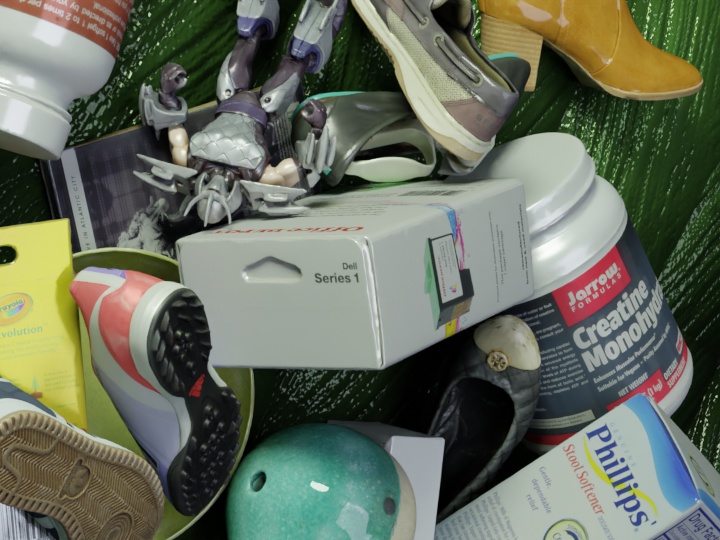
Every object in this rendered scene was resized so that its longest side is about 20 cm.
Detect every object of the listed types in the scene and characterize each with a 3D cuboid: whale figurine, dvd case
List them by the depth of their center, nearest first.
[{"bbox_3d":[-0.046,0.190,1.359,0.104,0.158,0.201,40,62,-38],"label":"whale figurine"},{"bbox_3d":[-0.108,-0.030,1.389,0.199,0.016,0.150,-21,108,-34],"label":"dvd case"}]

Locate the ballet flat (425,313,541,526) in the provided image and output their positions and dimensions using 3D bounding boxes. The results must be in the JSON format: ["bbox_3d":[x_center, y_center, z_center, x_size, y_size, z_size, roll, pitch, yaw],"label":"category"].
[{"bbox_3d":[0.073,0.119,1.463,0.057,0.066,0.201,-40,155,-60],"label":"ballet flat"}]

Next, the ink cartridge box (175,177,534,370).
[{"bbox_3d":[0.000,0.000,1.343,0.200,0.144,0.085,-22,107,-56],"label":"ink cartridge box"}]

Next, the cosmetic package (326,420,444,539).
[{"bbox_3d":[0.005,0.208,1.456,0.050,0.082,0.202,6,90,-37],"label":"cosmetic package"}]

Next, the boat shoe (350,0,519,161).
[{"bbox_3d":[0.045,-0.163,1.394,0.065,0.201,0.072,-40,146,21],"label":"boat shoe"}]

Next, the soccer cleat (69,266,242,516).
[{"bbox_3d":[-0.123,0.072,1.287,0.068,0.073,0.201,-52,150,-30],"label":"soccer cleat"}]

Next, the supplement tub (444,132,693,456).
[{"bbox_3d":[0.140,0.020,1.501,0.140,0.140,0.201,-40,117,-26],"label":"supplement tub"}]

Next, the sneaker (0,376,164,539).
[{"bbox_3d":[-0.194,0.106,1.218,0.070,0.108,0.200,-58,148,-10],"label":"sneaker"}]

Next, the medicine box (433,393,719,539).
[{"bbox_3d":[0.170,0.210,1.484,0.199,0.103,0.182,-34,139,10],"label":"medicine box"}]

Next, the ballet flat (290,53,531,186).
[{"bbox_3d":[0.044,-0.094,1.441,0.199,0.068,0.069,-16,63,-29],"label":"ballet flat"}]

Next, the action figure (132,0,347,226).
[{"bbox_3d":[-0.071,-0.110,1.346,0.129,0.070,0.201,18,59,0],"label":"action figure"}]

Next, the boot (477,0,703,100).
[{"bbox_3d":[0.176,-0.201,1.541,0.200,0.071,0.145,0,105,-28],"label":"boot"}]

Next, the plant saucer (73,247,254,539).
[{"bbox_3d":[-0.163,0.083,1.335,0.199,0.031,0.202,-6,102,-27],"label":"plant saucer"}]

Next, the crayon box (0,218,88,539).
[{"bbox_3d":[-0.227,0.072,1.254,0.126,0.051,0.202,-8,103,-26],"label":"crayon box"}]

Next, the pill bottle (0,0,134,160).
[{"bbox_3d":[-0.187,-0.174,1.256,0.112,0.112,0.202,22,81,-36],"label":"pill bottle"}]
